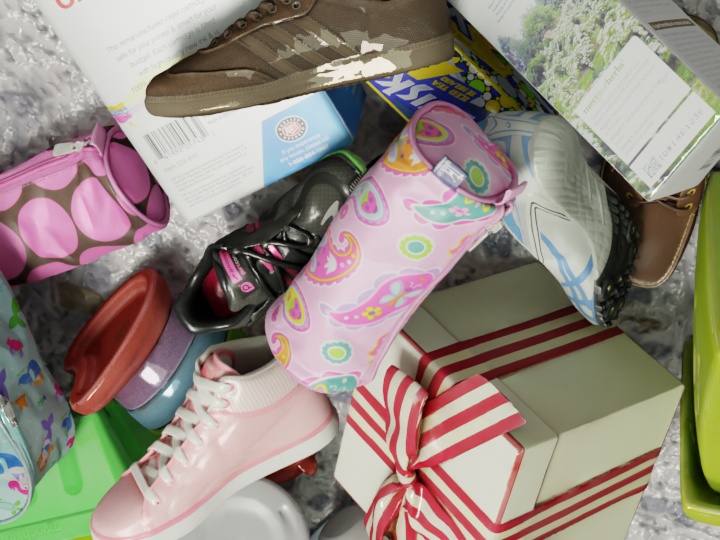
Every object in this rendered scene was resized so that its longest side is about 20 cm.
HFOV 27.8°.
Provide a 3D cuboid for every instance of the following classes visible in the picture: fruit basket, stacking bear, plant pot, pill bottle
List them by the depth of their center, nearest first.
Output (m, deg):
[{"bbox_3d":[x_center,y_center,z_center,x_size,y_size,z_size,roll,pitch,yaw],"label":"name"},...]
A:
[{"bbox_3d":[0.314,0.072,0.984,0.198,0.200,0.183,9,129,5],"label":"plant pot"},{"bbox_3d":[-0.116,0.098,1.138,0.200,0.121,0.114,37,96,-23],"label":"stacking bear"},{"bbox_3d":[-0.103,0.240,1.176,0.111,0.113,0.200,18,156,0],"label":"pill bottle"},{"bbox_3d":[-0.229,0.208,1.214,0.214,0.155,0.218,4,105,16],"label":"fruit basket"}]

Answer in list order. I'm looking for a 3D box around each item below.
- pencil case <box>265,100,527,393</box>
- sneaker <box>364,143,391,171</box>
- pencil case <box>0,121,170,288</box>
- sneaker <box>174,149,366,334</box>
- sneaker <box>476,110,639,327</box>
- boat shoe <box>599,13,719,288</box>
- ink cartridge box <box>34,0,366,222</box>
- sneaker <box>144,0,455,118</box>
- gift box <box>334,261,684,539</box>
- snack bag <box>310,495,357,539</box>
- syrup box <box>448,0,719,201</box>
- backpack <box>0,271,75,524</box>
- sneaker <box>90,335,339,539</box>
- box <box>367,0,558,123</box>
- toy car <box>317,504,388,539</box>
[{"bbox_3d":[0.018,-0.010,0.902,0.087,0.088,0.200,32,125,-9],"label":"pencil case"},{"bbox_3d":[0.000,0.000,1.062,0.073,0.088,0.201,28,122,-6],"label":"sneaker"},{"bbox_3d":[-0.242,-0.044,1.087,0.199,0.091,0.094,-22,146,22],"label":"pencil case"},{"bbox_3d":[-0.055,-0.007,0.987,0.077,0.084,0.200,52,129,4],"label":"sneaker"},{"bbox_3d":[0.130,-0.035,0.961,0.072,0.072,0.200,12,151,38],"label":"sneaker"},{"bbox_3d":[0.201,-0.070,0.989,0.071,0.068,0.201,7,122,7],"label":"boat shoe"},{"bbox_3d":[-0.107,-0.156,0.990,0.144,0.085,0.201,-23,116,22],"label":"ink cartridge box"},{"bbox_3d":[-0.043,-0.147,0.912,0.198,0.070,0.076,-12,96,3],"label":"sneaker"},{"bbox_3d":[0.101,0.119,1.012,0.200,0.186,0.186,40,133,41],"label":"gift box"},{"bbox_3d":[0.031,0.282,1.269,0.200,0.021,0.189,38,120,-9],"label":"snack bag"},{"bbox_3d":[0.148,-0.143,0.900,0.200,0.081,0.079,48,123,17],"label":"syrup box"},{"bbox_3d":[-0.314,0.101,1.067,0.176,0.151,0.201,-11,122,25],"label":"backpack"},{"bbox_3d":[-0.118,0.115,1.044,0.199,0.075,0.105,-29,124,-11],"label":"sneaker"},{"bbox_3d":[0.043,-0.145,0.974,0.200,0.070,0.064,43,118,-15],"label":"box"},{"bbox_3d":[0.058,0.271,1.157,0.199,0.150,0.176,-26,109,23],"label":"toy car"}]
